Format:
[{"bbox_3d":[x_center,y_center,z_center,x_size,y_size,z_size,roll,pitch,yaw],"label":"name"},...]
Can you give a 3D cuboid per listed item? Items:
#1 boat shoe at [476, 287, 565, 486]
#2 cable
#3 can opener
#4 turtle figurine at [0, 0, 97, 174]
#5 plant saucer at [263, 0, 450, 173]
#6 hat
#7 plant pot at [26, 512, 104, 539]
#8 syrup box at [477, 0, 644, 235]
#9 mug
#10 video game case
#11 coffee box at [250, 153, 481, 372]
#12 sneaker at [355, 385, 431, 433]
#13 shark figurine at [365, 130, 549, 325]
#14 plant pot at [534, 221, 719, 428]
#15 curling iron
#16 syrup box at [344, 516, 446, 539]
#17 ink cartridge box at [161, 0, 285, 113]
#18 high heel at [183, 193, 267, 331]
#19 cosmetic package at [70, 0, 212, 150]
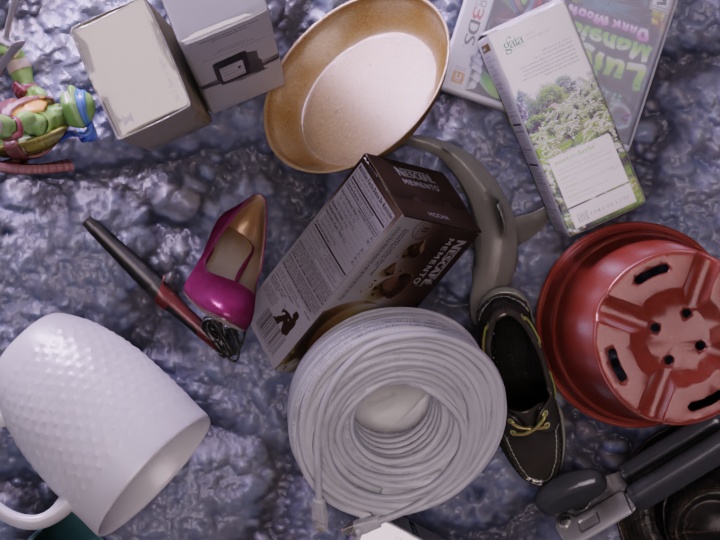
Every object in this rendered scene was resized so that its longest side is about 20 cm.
[{"bbox_3d":[0.151,0.120,1.322,0.071,0.061,0.204,-14,106,8],"label":"boat shoe"},{"bbox_3d":[0.032,0.129,1.252,0.197,0.069,0.202,-14,117,-3],"label":"cable"},{"bbox_3d":[0.262,0.195,1.315,0.199,0.053,0.067,-31,130,15],"label":"can opener"},{"bbox_3d":[-0.356,-0.165,1.279,0.192,0.200,0.145,-22,59,4],"label":"turtle figurine"},{"bbox_3d":[0.002,-0.167,1.289,0.200,0.200,0.035,-44,137,1],"label":"plant saucer"},{"bbox_3d":[0.350,0.233,1.338,0.197,0.081,0.204,0,91,-1],"label":"hat"},{"bbox_3d":[-0.319,0.349,1.308,0.199,0.141,0.142,-40,93,8],"label":"plant pot"},{"bbox_3d":[0.184,-0.140,1.288,0.078,0.081,0.202,-23,94,1],"label":"syrup box"},{"bbox_3d":[-0.267,0.148,1.280,0.175,0.148,0.200,42,71,10],"label":"mug"},{"bbox_3d":[0.194,-0.232,1.343,0.198,0.023,0.184,18,93,-2],"label":"video game case"},{"bbox_3d":[0.000,0.000,1.261,0.200,0.112,0.080,-50,54,25],"label":"coffee box"},{"bbox_3d":[0.017,0.120,1.330,0.200,0.073,0.085,-45,95,2],"label":"sneaker"},{"bbox_3d":[0.105,-0.070,1.318,0.127,0.090,0.216,-34,95,-1],"label":"shark figurine"},{"bbox_3d":[0.270,0.055,1.268,0.198,0.195,0.204,0,91,0],"label":"plant pot"},{"bbox_3d":[-0.187,0.014,1.342,0.199,0.026,0.050,41,128,1],"label":"curling iron"},{"bbox_3d":[0.075,0.304,1.336,0.198,0.081,0.079,28,90,-2],"label":"syrup box"},{"bbox_3d":[-0.135,-0.244,1.238,0.082,0.200,0.147,-22,81,-3],"label":"ink cartridge box"},{"bbox_3d":[-0.109,-0.011,1.260,0.067,0.200,0.097,30,98,-9],"label":"high heel"},{"bbox_3d":[-0.192,-0.171,1.249,0.072,0.200,0.105,-24,93,-1],"label":"cosmetic package"}]
